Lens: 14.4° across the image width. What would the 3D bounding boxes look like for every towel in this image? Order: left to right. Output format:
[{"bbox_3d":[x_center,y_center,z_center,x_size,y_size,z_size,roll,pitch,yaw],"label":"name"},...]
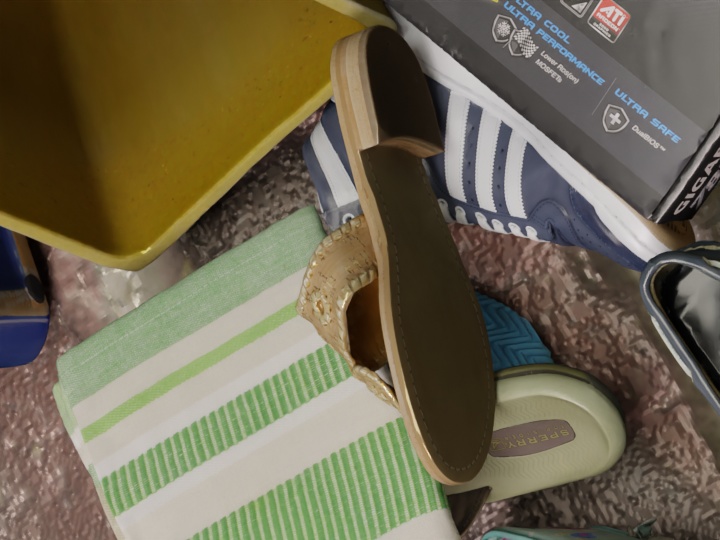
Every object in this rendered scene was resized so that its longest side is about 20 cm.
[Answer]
[{"bbox_3d":[-0.048,0.086,1.288,0.152,0.023,0.200,-31,57,8],"label":"towel"}]

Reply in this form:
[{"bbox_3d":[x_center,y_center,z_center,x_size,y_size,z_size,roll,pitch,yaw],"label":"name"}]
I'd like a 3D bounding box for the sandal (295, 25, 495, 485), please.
[{"bbox_3d":[0.003,0.001,1.267,0.069,0.078,0.212,-19,71,31],"label":"sandal"}]

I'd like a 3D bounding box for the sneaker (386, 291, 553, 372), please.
[{"bbox_3d":[-0.002,0.054,1.357,0.199,0.077,0.081,3,117,23],"label":"sneaker"}]

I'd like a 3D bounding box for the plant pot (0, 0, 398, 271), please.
[{"bbox_3d":[-0.136,-0.155,1.339,0.195,0.194,0.200,-40,49,27],"label":"plant pot"}]

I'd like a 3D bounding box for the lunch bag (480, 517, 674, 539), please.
[{"bbox_3d":[0.106,0.209,1.270,0.160,0.077,0.201,-173,86,-67],"label":"lunch bag"}]

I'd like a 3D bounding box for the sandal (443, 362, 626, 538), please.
[{"bbox_3d":[0.027,0.096,1.297,0.201,0.057,0.080,-22,125,31],"label":"sandal"}]

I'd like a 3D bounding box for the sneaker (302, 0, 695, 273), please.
[{"bbox_3d":[0.057,-0.033,1.315,0.200,0.070,0.109,41,105,26],"label":"sneaker"}]

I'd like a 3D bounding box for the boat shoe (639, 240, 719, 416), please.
[{"bbox_3d":[0.195,0.062,1.201,0.075,0.062,0.200,-46,70,19],"label":"boat shoe"}]

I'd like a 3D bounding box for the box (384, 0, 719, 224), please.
[{"bbox_3d":[0.118,-0.157,1.231,0.200,0.050,0.199,42,113,20],"label":"box"}]

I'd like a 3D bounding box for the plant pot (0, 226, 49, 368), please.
[{"bbox_3d":[-0.280,-0.010,1.425,0.179,0.200,0.201,-22,82,21],"label":"plant pot"}]
